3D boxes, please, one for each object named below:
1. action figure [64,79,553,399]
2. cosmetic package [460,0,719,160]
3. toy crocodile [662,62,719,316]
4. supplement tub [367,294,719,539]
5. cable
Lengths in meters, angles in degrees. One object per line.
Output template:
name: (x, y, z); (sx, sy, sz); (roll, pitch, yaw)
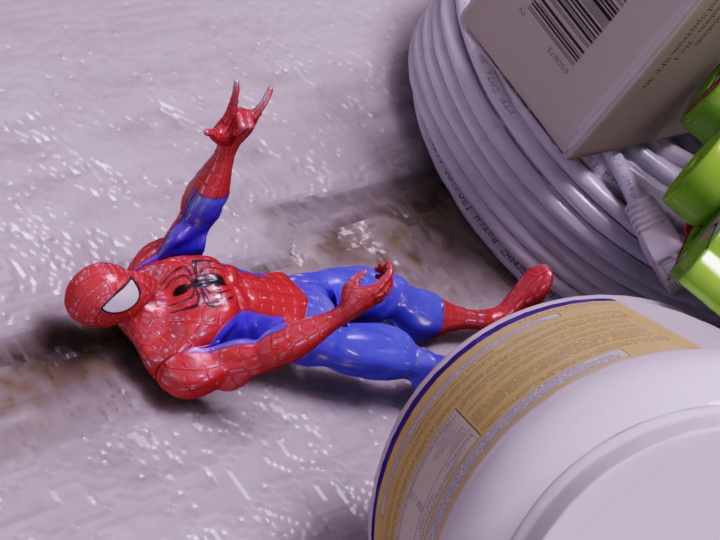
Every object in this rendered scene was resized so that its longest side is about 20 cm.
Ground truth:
action figure: (0.000, 0.000, 0.884); (0.199, 0.099, 0.065); (4, 48, -35)
cosmetic package: (0.142, -0.111, 0.995); (0.200, 0.104, 0.073); (-14, 61, -46)
toy crocodile: (0.134, -0.022, 0.901); (0.067, 0.062, 0.200); (37, 26, -5)
supplement tub: (0.083, 0.088, 0.753); (0.145, 0.146, 0.200); (33, 2, -8)
cable: (0.113, -0.057, 1.059); (0.200, 0.069, 0.200); (-15, 62, -48)
